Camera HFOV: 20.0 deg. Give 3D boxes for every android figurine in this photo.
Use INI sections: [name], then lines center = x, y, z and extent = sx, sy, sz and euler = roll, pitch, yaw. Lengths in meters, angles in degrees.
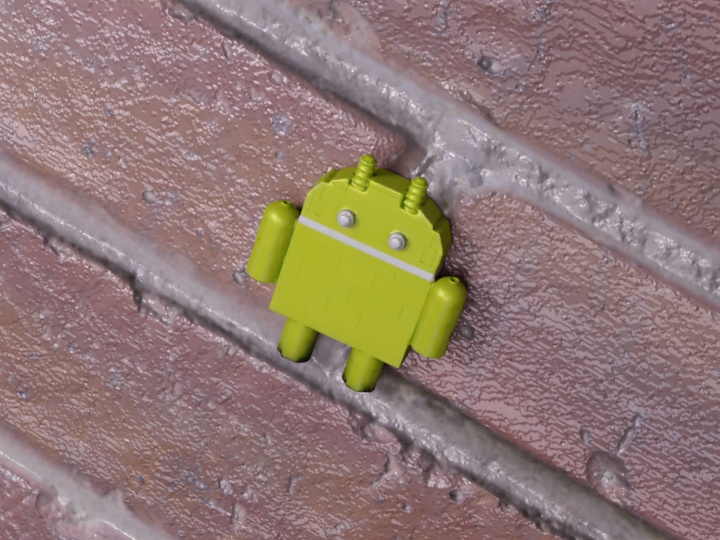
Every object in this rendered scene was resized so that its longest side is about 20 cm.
[android figurine]
center = 0.000, 0.000, 1.661
extent = 0.181, 0.041, 0.201
euler = 26, 120, 7
